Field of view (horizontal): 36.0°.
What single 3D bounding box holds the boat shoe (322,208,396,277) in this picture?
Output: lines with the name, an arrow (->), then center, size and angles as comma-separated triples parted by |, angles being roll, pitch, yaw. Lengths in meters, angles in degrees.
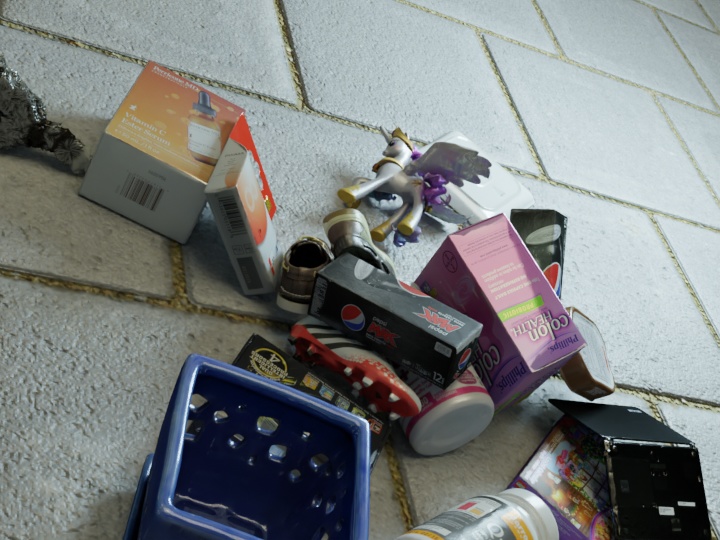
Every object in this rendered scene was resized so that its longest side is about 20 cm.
boat shoe -> 0.001, -0.001, 1.433 | 0.071, 0.201, 0.066 | -13, 55, 10

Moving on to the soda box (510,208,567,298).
soda box -> 0.242, 0.017, 1.549 | 0.070, 0.202, 0.063 | 3, -6, 27

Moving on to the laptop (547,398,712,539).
laptop -> 0.351, 0.261, 1.449 | 0.176, 0.103, 0.201 | 9, 68, -32

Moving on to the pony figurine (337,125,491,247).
pony figurine -> 0.079, -0.125, 1.657 | 0.192, 0.167, 0.200 | 29, 50, 7

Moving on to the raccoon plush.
raccoon plush -> -0.439, -0.204, 1.410 | 0.200, 0.097, 0.134 | 47, 10, -34

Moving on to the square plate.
square plate -> 0.187, -0.157, 1.863 | 0.198, 0.029, 0.200 | 42, 36, 12

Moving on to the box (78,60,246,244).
box -> -0.254, -0.158, 1.448 | 0.152, 0.107, 0.201 | 26, 36, -11

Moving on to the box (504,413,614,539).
box -> 0.282, 0.271, 1.424 | 0.137, 0.039, 0.200 | 41, 36, 9

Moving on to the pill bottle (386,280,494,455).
pill bottle -> 0.074, 0.117, 1.378 | 0.113, 0.114, 0.201 | 1, 46, -37

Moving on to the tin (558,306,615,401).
tin -> 0.300, 0.114, 1.494 | 0.200, 0.042, 0.113 | 27, 51, -61

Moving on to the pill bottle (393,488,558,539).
pill bottle -> 0.121, 0.309, 1.188 | 0.199, 0.117, 0.117 | -15, 57, -46

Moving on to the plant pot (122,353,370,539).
plant pot -> -0.117, 0.230, 1.038 | 0.199, 0.180, 0.201 | 23, 36, -15

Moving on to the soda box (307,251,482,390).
soda box -> 0.039, 0.057, 1.303 | 0.199, 0.064, 0.071 | 28, 36, 22

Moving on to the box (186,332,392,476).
box -> -0.076, 0.179, 1.242 | 0.199, 0.049, 0.161 | 35, 37, -1

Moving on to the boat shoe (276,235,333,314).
boat shoe -> -0.067, -0.009, 1.427 | 0.071, 0.060, 0.200 | 12, 21, 2

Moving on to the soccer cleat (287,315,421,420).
soccer cleat -> 0.002, 0.105, 1.328 | 0.199, 0.069, 0.085 | 28, 55, 31

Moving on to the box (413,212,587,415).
box -> 0.165, 0.063, 1.416 | 0.096, 0.176, 0.201 | -22, 72, -28

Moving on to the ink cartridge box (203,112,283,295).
ink cartridge box -> -0.133, -0.090, 1.431 | 0.050, 0.163, 0.201 | -6, 35, 17
